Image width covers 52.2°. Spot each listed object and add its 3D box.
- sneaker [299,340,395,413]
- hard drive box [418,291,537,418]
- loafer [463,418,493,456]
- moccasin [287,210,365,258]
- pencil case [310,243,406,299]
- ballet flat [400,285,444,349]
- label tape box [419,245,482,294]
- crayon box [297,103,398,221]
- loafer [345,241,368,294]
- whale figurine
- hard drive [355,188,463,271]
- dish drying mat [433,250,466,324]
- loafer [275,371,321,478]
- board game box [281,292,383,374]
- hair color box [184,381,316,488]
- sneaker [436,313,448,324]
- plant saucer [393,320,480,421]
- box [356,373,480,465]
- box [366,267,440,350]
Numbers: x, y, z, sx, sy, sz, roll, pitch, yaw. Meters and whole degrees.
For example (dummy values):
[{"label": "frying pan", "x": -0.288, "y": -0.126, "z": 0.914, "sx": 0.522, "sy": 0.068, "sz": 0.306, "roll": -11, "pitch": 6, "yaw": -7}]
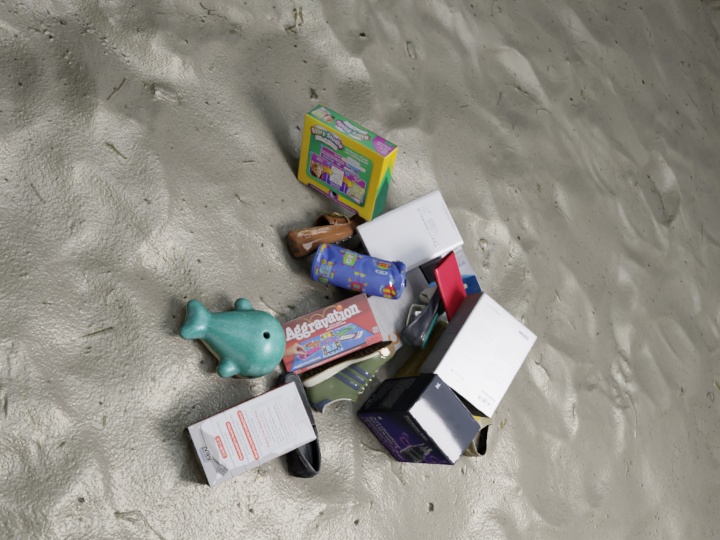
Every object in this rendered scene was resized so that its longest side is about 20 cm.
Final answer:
[{"label": "sneaker", "x": -0.015, "y": 0.215, "z": 1.453, "sx": 0.199, "sy": 0.067, "sz": 0.090, "roll": -22, "pitch": 99, "yaw": -8}, {"label": "hard drive box", "x": 0.238, "y": 0.170, "z": 1.480, "sx": 0.156, "sy": 0.077, "sz": 0.200, "roll": 39, "pitch": 73, "yaw": -12}, {"label": "loafer", "x": 0.257, "y": 0.318, "z": 1.611, "sx": 0.076, "sy": 0.067, "sz": 0.201, "roll": -13, "pitch": 108, "yaw": -38}, {"label": "moccasin", "x": -0.071, "y": -0.090, "z": 1.567, "sx": 0.201, "sy": 0.074, "sz": 0.078, "roll": -23, "pitch": 96, "yaw": -32}, {"label": "pencil case", "x": 0.000, "y": 0.000, "z": 1.492, "sx": 0.199, "sy": 0.078, "sz": 0.087, "roll": 13, "pitch": 59, "yaw": 2}, {"label": "ballet flat", "x": 0.145, "y": 0.078, "z": 1.540, "sx": 0.073, "sy": 0.073, "sz": 0.200, "roll": 46, "pitch": 56, "yaw": -14}, {"label": "label tape box", "x": 0.176, "y": -0.018, "z": 1.671, "sx": 0.066, "sy": 0.143, "sz": 0.201, "roll": -25, "pitch": 89, "yaw": -27}, {"label": "crayon box", "x": -0.031, "y": -0.223, "z": 1.525, "sx": 0.200, "sy": 0.173, "sz": 0.058, "roll": 32, "pitch": 47, "yaw": 18}, {"label": "loafer", "x": 0.015, "y": -0.020, "z": 1.608, "sx": 0.200, "sy": 0.075, "sz": 0.070, "roll": -44, "pitch": 106, "yaw": -30}, {"label": "whale figurine", "x": -0.226, "y": 0.117, "z": 1.337, "sx": 0.200, "sy": 0.104, "sz": 0.160, "roll": 28, "pitch": 58, "yaw": -26}, {"label": "hard drive", "x": 0.106, "y": -0.074, "z": 1.574, "sx": 0.199, "sy": 0.025, "sz": 0.132, "roll": -26, "pitch": 90, "yaw": -12}, {"label": "dish drying mat", "x": 0.196, "y": 0.063, "z": 1.529, "sx": 0.077, "sy": 0.018, "sz": 0.201, "roll": -42, "pitch": 123, "yaw": -37}, {"label": "loafer", "x": -0.111, "y": 0.287, "z": 1.379, "sx": 0.068, "sy": 0.070, "sz": 0.201, "roll": -3, "pitch": 76, "yaw": -40}, {"label": "board game box", "x": -0.065, "y": 0.126, "z": 1.450, "sx": 0.199, "sy": 0.019, "sz": 0.103, "roll": -21, "pitch": 84, "yaw": -9}, {"label": "hair color box", "x": -0.192, "y": 0.284, "z": 1.284, "sx": 0.199, "sy": 0.064, "sz": 0.111, "roll": -21, "pitch": 85, "yaw": -21}, {"label": "sneaker", "x": 0.252, "y": 0.136, "z": 1.734, "sx": 0.200, "sy": 0.076, "sz": 0.081, "roll": 31, "pitch": 45, "yaw": -30}, {"label": "plant saucer", "x": 0.196, "y": 0.217, "z": 1.564, "sx": 0.200, "sy": 0.049, "sz": 0.200, "roll": 32, "pitch": 66, "yaw": 21}, {"label": "box", "x": 0.113, "y": 0.297, "z": 1.460, "sx": 0.148, "sy": 0.200, "sz": 0.104, "roll": 50, "pitch": 61, "yaw": -10}, {"label": "box", "x": 0.065, "y": 0.093, "z": 1.578, "sx": 0.200, "sy": 0.097, "sz": 0.125, "roll": -32, "pitch": 93, "yaw": -42}]
